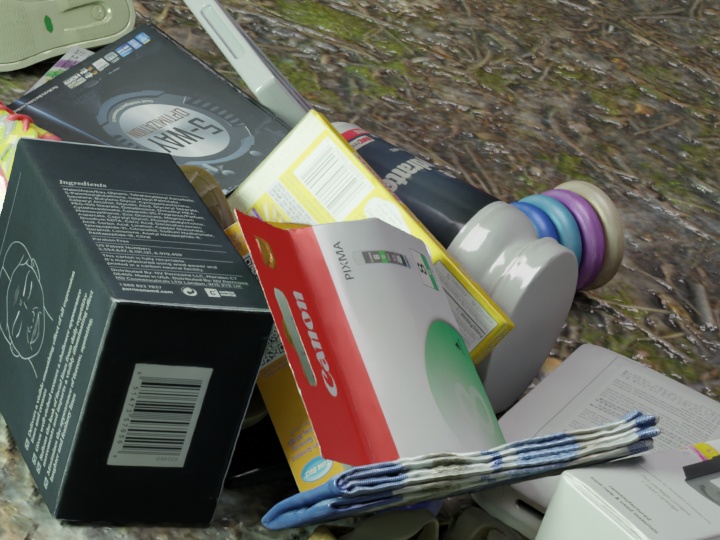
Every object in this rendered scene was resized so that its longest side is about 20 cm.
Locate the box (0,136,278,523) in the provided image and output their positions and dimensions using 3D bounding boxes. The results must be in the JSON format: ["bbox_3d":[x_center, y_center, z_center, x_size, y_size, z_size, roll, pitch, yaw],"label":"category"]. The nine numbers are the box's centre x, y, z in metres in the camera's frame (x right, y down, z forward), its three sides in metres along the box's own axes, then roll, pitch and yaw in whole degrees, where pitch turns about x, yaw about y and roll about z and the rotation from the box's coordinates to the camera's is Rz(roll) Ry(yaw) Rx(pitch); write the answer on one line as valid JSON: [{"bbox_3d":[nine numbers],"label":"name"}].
[{"bbox_3d":[-0.148,0.034,1.464,0.106,0.149,0.200,4,28,-29],"label":"box"}]

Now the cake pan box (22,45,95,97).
[{"bbox_3d":[-0.164,-0.091,1.834,0.183,0.053,0.200,22,25,4],"label":"cake pan box"}]

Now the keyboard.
[{"bbox_3d":[-0.069,0.082,1.577,0.103,0.040,0.200,-15,35,-12],"label":"keyboard"}]

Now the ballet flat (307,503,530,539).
[{"bbox_3d":[0.047,0.168,1.423,0.199,0.063,0.069,-3,32,-39],"label":"ballet flat"}]

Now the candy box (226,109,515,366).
[{"bbox_3d":[0.000,0.000,1.595,0.200,0.102,0.026,48,13,19],"label":"candy box"}]

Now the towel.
[{"bbox_3d":[0.055,0.113,1.372,0.198,0.024,0.147,-10,-8,-19],"label":"towel"}]

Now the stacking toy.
[{"bbox_3d":[0.104,-0.012,1.826,0.199,0.086,0.085,-12,38,-41],"label":"stacking toy"}]

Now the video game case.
[{"bbox_3d":[-0.049,-0.120,1.870,0.200,0.024,0.182,48,3,-38],"label":"video game case"}]

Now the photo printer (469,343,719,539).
[{"bbox_3d":[0.168,0.132,1.573,0.166,0.070,0.200,26,26,16],"label":"photo printer"}]

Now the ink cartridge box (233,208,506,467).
[{"bbox_3d":[0.011,0.042,1.444,0.200,0.050,0.162,27,39,-65],"label":"ink cartridge box"}]

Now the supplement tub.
[{"bbox_3d":[0.034,-0.002,1.672,0.199,0.141,0.140,28,26,21],"label":"supplement tub"}]

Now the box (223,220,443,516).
[{"bbox_3d":[-0.016,0.067,1.502,0.119,0.041,0.201,5,60,-57],"label":"box"}]

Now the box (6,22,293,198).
[{"bbox_3d":[-0.162,-0.077,1.712,0.160,0.044,0.200,38,50,21],"label":"box"}]

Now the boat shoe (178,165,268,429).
[{"bbox_3d":[-0.093,0.025,1.570,0.073,0.067,0.201,-12,54,-7],"label":"boat shoe"}]

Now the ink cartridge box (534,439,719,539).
[{"bbox_3d":[0.181,0.180,1.389,0.199,0.149,0.085,-7,35,-44],"label":"ink cartridge box"}]

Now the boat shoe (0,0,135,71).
[{"bbox_3d":[-0.281,-0.193,1.969,0.199,0.072,0.067,-9,-1,-33],"label":"boat shoe"}]

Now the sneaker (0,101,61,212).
[{"bbox_3d":[-0.244,-0.084,1.621,0.090,0.201,0.078,-22,-13,-1],"label":"sneaker"}]
